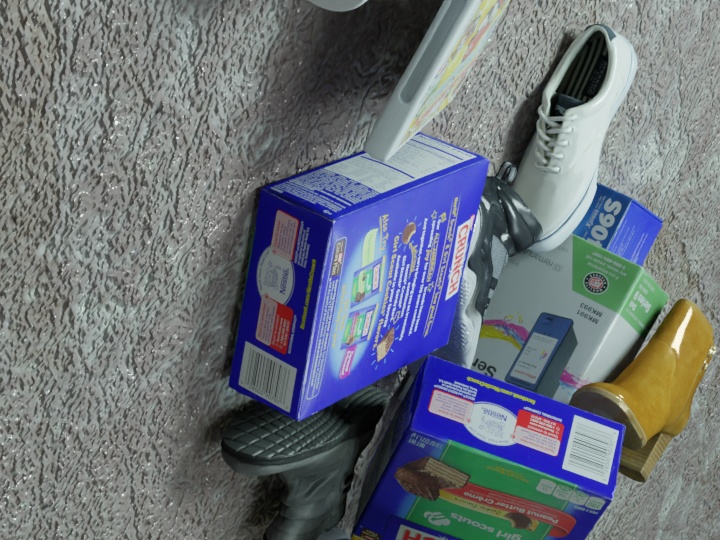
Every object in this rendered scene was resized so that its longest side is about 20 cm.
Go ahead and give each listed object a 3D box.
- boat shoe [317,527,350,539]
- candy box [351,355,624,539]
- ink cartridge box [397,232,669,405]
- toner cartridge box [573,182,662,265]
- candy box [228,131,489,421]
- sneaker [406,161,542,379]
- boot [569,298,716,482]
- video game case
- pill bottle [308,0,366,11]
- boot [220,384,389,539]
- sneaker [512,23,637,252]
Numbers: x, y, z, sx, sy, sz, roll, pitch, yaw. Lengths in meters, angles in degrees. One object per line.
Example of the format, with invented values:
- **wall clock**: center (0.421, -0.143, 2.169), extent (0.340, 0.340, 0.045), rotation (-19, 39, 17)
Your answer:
- **boat shoe**: center (0.000, 0.282, 1.911), extent (0.074, 0.065, 0.200), rotation (-57, 151, -8)
- **candy box**: center (0.098, 0.173, 1.761), extent (0.200, 0.169, 0.077), rotation (113, -5, -55)
- **ink cartridge box**: center (0.148, 0.067, 1.886), extent (0.200, 0.145, 0.087), rotation (-60, 151, -3)
- **toner cartridge box**: center (0.207, 0.025, 2.055), extent (0.200, 0.043, 0.095), rotation (-63, 151, 0)
- **candy box**: center (0.000, 0.000, 1.659), extent (0.200, 0.077, 0.170), rotation (-22, 131, -49)
- **sneaker**: center (0.095, 0.006, 1.819), extent (0.114, 0.075, 0.201), rotation (-30, 135, -41)
- **boot**: center (0.241, 0.084, 1.842), extent (0.144, 0.071, 0.201), rotation (-62, 155, -13)
- **video game case**: center (0.077, -0.179, 1.583), extent (0.182, 0.023, 0.200), rotation (-60, 175, 23)
- **pill bottle**: center (0.033, -0.260, 1.450), extent (0.200, 0.113, 0.114), rotation (-42, 145, -34)
- **boot**: center (-0.050, 0.167, 1.727), extent (0.200, 0.070, 0.132), rotation (-13, 127, -55)
- **sneaker**: center (0.169, -0.116, 1.853), extent (0.071, 0.073, 0.201), rotation (32, 76, -59)
